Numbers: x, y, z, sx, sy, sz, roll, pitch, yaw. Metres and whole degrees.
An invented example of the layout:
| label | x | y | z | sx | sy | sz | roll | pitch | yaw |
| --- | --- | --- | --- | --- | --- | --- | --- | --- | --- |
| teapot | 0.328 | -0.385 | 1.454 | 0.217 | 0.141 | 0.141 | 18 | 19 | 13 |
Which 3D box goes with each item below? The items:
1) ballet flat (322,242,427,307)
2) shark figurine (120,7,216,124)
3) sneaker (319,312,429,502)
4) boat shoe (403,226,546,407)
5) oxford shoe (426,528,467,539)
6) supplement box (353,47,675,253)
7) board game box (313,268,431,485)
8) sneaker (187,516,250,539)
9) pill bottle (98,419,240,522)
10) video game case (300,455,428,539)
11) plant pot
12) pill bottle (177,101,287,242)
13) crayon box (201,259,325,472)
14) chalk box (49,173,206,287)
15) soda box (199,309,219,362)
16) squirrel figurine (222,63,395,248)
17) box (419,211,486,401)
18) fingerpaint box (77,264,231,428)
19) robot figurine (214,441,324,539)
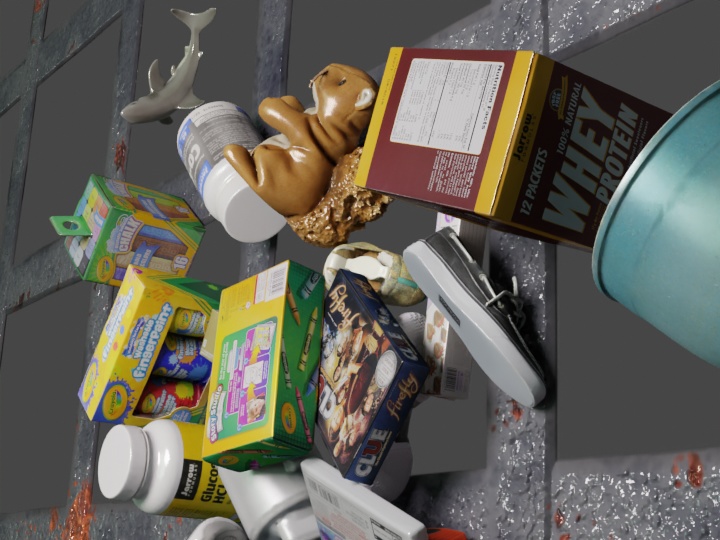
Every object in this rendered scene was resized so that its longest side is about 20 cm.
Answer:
| label | x | y | z | sx | sy | sz | roll | pitch | yaw |
| --- | --- | --- | --- | --- | --- | --- | --- | --- | --- |
| ballet flat | 0.000 | 0.000 | 1.283 | 0.199 | 0.070 | 0.071 | 11 | 87 | 55 |
| shark figurine | -0.272 | -0.298 | 1.777 | 0.089 | 0.128 | 0.215 | 25 | 81 | 29 |
| sneaker | 0.013 | 0.138 | 1.209 | 0.114 | 0.075 | 0.202 | 10 | 86 | 55 |
| boat shoe | 0.124 | 0.039 | 1.093 | 0.200 | 0.068 | 0.074 | 50 | 162 | 29 |
| oxford shoe | 0.110 | 0.290 | 1.045 | 0.199 | 0.071 | 0.073 | 0 | 99 | 58 |
| supplement box | 0.141 | -0.103 | 1.011 | 0.200 | 0.196 | 0.134 | 18 | 93 | 55 |
| board game box | -0.006 | 0.102 | 1.153 | 0.136 | 0.034 | 0.200 | -65 | 27 | 16 |
| sneaker | -0.121 | 0.336 | 1.249 | 0.082 | 0.200 | 0.075 | 22 | 71 | 41 |
| pill bottle | -0.207 | 0.240 | 1.368 | 0.112 | 0.199 | 0.113 | -22 | 61 | 48 |
| video game case | 0.018 | 0.292 | 1.111 | 0.200 | 0.024 | 0.183 | 19 | 128 | 56 |
| plant pot | 0.298 | -0.006 | 0.784 | 0.188 | 0.199 | 0.201 | 44 | 115 | 34 |
| pill bottle | -0.167 | -0.131 | 1.518 | 0.114 | 0.113 | 0.200 | -59 | 38 | 22 |
| crayon box | -0.102 | 0.102 | 1.208 | 0.118 | 0.058 | 0.201 | -22 | 54 | 42 |
| chalk box | -0.353 | -0.055 | 1.672 | 0.124 | 0.199 | 0.124 | 47 | 116 | 50 |
| soda box | -0.123 | 0.108 | 1.412 | 0.200 | 0.067 | 0.064 | 21 | 95 | 54 |
| squirrel figurine | -0.031 | -0.136 | 1.336 | 0.186 | 0.141 | 0.200 | -42 | 80 | 6 |
| box | 0.095 | 0.031 | 1.164 | 0.039 | 0.041 | 0.202 | -6 | 75 | 53 |
| fingerpaint box | -0.261 | 0.110 | 1.518 | 0.073 | 0.166 | 0.201 | 43 | 112 | 51 |
| robot figurine | -0.097 | 0.229 | 1.278 | 0.201 | 0.112 | 0.170 | 58 | 145 | 30 |
